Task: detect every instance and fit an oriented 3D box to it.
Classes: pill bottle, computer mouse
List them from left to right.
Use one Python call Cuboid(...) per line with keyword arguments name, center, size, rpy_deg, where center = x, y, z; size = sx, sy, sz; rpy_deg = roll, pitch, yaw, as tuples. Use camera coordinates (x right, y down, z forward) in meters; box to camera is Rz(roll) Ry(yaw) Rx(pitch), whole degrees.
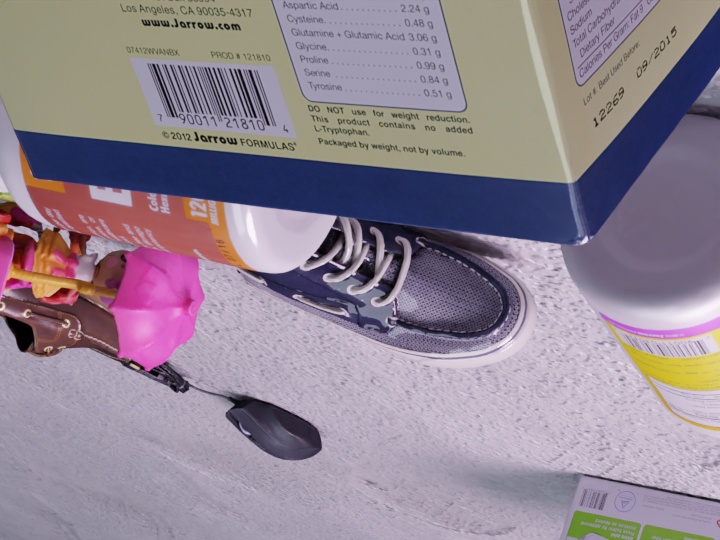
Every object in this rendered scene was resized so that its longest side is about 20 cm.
Cuboid(name="pill bottle", center=(-0.114, -0.069, 0.929), size=(0.199, 0.113, 0.112), rpy_deg=(11, 159, 26))
Cuboid(name="computer mouse", center=(-0.124, 0.123, 1.600), size=(0.199, 0.034, 0.059), rpy_deg=(25, 162, -11))
Cuboid(name="pill bottle", center=(0.174, 0.016, 0.872), size=(0.104, 0.105, 0.200), rpy_deg=(10, 159, 30))

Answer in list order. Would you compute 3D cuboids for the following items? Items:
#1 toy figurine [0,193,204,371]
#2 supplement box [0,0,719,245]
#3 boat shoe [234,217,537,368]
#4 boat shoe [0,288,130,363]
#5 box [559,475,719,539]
Cuboid(name="toy figurine", center=(-0.200, 0.005, 1.245), size=(0.183, 0.151, 0.200), rpy_deg=(15, -175, -12))
Cuboid(name="supplement box", center=(-0.014, -0.135, 0.491), size=(0.199, 0.134, 0.200), rpy_deg=(8, 130, 34))
Cuboid(name="boat shoe", center=(0.000, 0.000, 1.054), size=(0.199, 0.075, 0.093), rpy_deg=(13, 168, 24))
Cuboid(name="boat shoe", center=(-0.257, 0.032, 1.437), size=(0.070, 0.071, 0.200), rpy_deg=(-1, 153, 46))
Cuboid(name="box", center=(0.244, 0.269, 1.386), size=(0.199, 0.177, 0.097), rpy_deg=(7, 157, 35))
